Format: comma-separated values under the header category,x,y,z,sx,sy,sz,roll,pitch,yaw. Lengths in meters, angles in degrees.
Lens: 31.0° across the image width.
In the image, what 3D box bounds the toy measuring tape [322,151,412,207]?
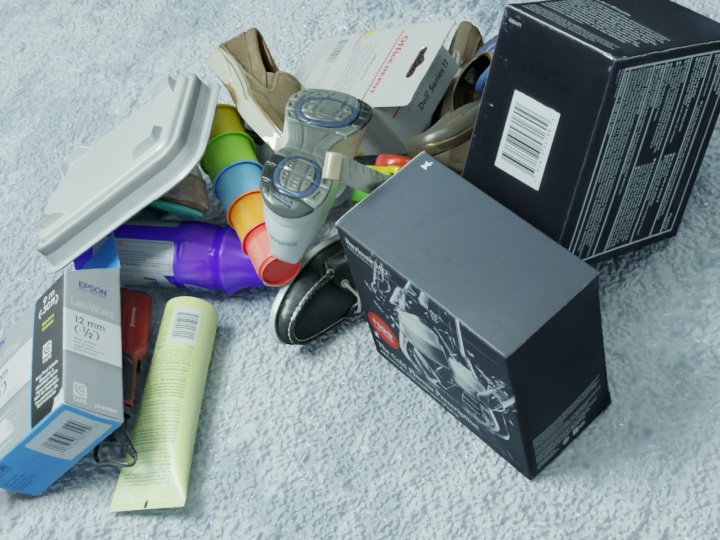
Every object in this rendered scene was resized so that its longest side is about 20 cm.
category,x,y,z,sx,sy,sz,roll,pitch,yaw
toy measuring tape,0.007,-0.071,1.107,0.073,0.199,0.074,-6,80,32

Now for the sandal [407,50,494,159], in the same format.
category,x,y,z,sx,sy,sz,roll,pitch,yaw
sandal,0.106,-0.160,1.148,0.199,0.055,0.082,-36,10,-31

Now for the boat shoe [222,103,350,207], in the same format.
category,x,y,z,sx,sy,sz,roll,pitch,yaw
boat shoe,-0.086,-0.105,1.296,0.199,0.064,0.071,30,65,30

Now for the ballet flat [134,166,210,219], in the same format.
category,x,y,z,sx,sy,sz,roll,pitch,yaw
ballet flat,-0.190,-0.086,1.243,0.200,0.068,0.068,3,77,62

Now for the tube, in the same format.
category,x,y,z,sx,sy,sz,roll,pitch,yaw
tube,-0.168,0.119,1.150,0.052,0.058,0.201,19,54,-16

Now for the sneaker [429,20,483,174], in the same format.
category,x,y,z,sx,sy,sz,roll,pitch,yaw
sneaker,0.114,-0.167,1.309,0.075,0.071,0.201,17,51,-6

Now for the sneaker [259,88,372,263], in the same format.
category,x,y,z,sx,sy,sz,roll,pitch,yaw
sneaker,-0.045,-0.089,1.139,0.074,0.088,0.201,19,44,7

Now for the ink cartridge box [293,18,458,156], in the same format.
category,x,y,z,sx,sy,sz,roll,pitch,yaw
ink cartridge box,0.015,-0.174,1.272,0.199,0.067,0.118,2,54,47

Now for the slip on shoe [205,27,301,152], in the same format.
category,x,y,z,sx,sy,sz,roll,pitch,yaw
slip on shoe,-0.083,-0.163,1.249,0.060,0.076,0.200,-39,47,4

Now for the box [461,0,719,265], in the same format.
category,x,y,z,sx,sy,sz,roll,pitch,yaw
box,0.200,-0.120,1.105,0.197,0.201,0.123,-15,40,-42

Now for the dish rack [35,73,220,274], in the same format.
category,x,y,z,sx,sy,sz,roll,pitch,yaw
dish rack,-0.219,-0.098,1.189,0.199,0.044,0.172,-34,28,22

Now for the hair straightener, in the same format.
category,x,y,z,sx,sy,sz,roll,pitch,yaw
hair straightener,-0.212,0.106,1.162,0.041,0.077,0.201,12,36,-21

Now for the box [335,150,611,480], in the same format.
category,x,y,z,sx,sy,sz,roll,pitch,yaw
box,0.094,0.036,1.059,0.104,0.183,0.200,-39,53,-18

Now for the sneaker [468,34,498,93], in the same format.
category,x,y,z,sx,sy,sz,roll,pitch,yaw
sneaker,0.196,-0.194,1.265,0.198,0.074,0.083,-11,61,-22

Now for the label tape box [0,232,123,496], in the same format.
category,x,y,z,sx,sy,sz,roll,pitch,yaw
label tape box,-0.272,0.074,1.144,0.143,0.066,0.201,-39,45,34

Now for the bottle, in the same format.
category,x,y,z,sx,sy,sz,roll,pitch,yaw
bottle,-0.168,-0.014,1.230,0.198,0.084,0.066,4,85,13

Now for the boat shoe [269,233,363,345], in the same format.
category,x,y,z,sx,sy,sz,roll,pitch,yaw
boat shoe,0.000,0.000,1.183,0.060,0.076,0.200,25,62,37

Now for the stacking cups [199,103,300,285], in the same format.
category,x,y,z,sx,sy,sz,roll,pitch,yaw
stacking cups,-0.101,-0.068,1.196,0.060,0.061,0.201,-24,54,-7
